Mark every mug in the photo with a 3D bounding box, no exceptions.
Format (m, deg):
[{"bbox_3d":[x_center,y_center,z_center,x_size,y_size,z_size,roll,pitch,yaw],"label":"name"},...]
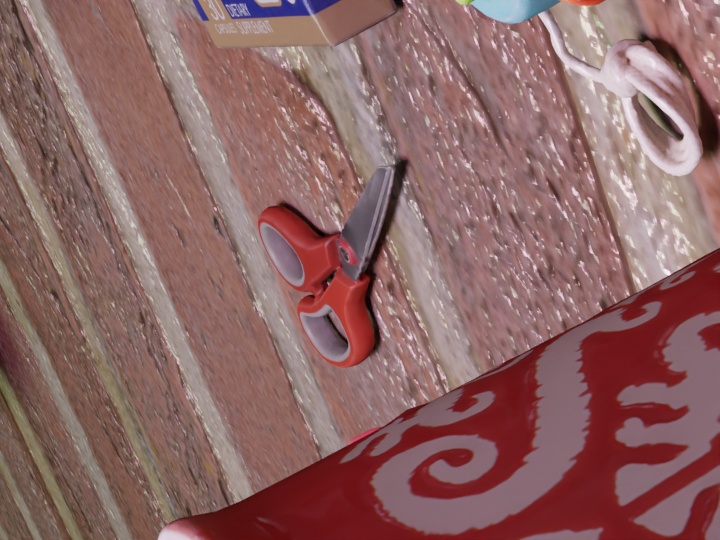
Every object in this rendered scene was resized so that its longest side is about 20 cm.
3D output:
[{"bbox_3d":[0.091,0.072,0.475,0.178,0.199,0.134,48,160,33],"label":"mug"}]

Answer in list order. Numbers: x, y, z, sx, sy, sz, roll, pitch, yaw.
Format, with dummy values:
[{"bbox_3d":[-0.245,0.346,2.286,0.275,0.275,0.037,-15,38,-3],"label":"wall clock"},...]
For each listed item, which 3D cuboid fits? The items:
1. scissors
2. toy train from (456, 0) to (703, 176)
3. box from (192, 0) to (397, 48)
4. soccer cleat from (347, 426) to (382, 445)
[{"bbox_3d":[0.000,0.000,0.964,0.073,0.014,0.200,64,163,-3],"label":"scissors"},{"bbox_3d":[0.040,-0.099,0.594,0.150,0.055,0.200,53,162,24],"label":"toy train"},{"bbox_3d":[-0.061,-0.168,0.828,0.201,0.032,0.121,65,163,-13],"label":"box"},{"bbox_3d":[0.035,0.091,0.924,0.077,0.066,0.200,65,166,0],"label":"soccer cleat"}]
